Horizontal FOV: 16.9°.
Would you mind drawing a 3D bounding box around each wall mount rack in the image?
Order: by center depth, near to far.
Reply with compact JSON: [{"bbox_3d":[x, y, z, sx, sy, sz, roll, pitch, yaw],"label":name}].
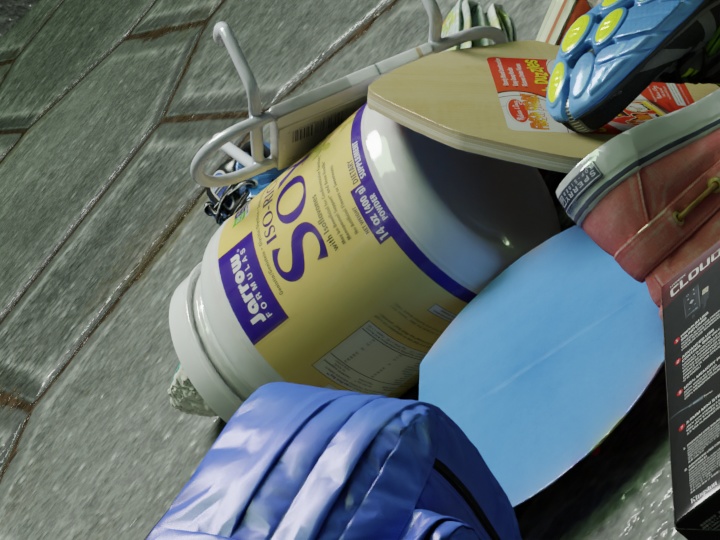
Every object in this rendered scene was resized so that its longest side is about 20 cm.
[{"bbox_3d":[-0.019,-0.108,1.417,0.200,0.075,0.174,-23,-20,-11],"label":"wall mount rack"}]

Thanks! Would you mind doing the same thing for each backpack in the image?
[{"bbox_3d":[-0.003,0.157,1.055,0.168,0.163,0.200,4,49,33],"label":"backpack"}]

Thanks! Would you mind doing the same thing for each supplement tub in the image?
[{"bbox_3d":[0.000,0.000,1.384,0.200,0.145,0.145,-39,20,30],"label":"supplement tub"}]

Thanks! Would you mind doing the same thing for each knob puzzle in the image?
[{"bbox_3d":[0.103,-0.081,1.303,0.220,0.219,0.031,-96,9,-67],"label":"knob puzzle"}]

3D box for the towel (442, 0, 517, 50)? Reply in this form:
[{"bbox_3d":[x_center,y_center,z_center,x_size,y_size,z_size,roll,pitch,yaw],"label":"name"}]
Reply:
[{"bbox_3d":[0.039,-0.069,1.549,0.200,0.048,0.171,-58,9,22],"label":"towel"}]

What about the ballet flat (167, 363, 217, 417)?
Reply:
[{"bbox_3d":[-0.072,0.054,1.562,0.072,0.072,0.200,-63,2,-39],"label":"ballet flat"}]

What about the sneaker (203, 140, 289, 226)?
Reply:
[{"bbox_3d":[-0.078,-0.029,1.729,0.079,0.089,0.200,-43,19,23],"label":"sneaker"}]

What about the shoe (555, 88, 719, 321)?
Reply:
[{"bbox_3d":[0.185,-0.038,1.153,0.200,0.091,0.071,-25,-17,-41],"label":"shoe"}]

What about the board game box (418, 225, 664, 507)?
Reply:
[{"bbox_3d":[0.100,0.057,1.209,0.158,0.039,0.200,-35,26,23],"label":"board game box"}]

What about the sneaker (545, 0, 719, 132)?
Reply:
[{"bbox_3d":[0.180,-0.124,1.272,0.200,0.083,0.071,-35,24,-31],"label":"sneaker"}]

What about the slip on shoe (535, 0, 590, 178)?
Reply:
[{"bbox_3d":[0.127,-0.111,1.454,0.074,0.061,0.200,108,-175,-74],"label":"slip on shoe"}]

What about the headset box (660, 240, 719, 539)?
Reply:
[{"bbox_3d":[0.199,0.025,0.965,0.149,0.075,0.200,-41,19,23],"label":"headset box"}]

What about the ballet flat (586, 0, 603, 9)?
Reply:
[{"bbox_3d":[0.137,-0.192,1.399,0.068,0.068,0.200,-54,37,26],"label":"ballet flat"}]
